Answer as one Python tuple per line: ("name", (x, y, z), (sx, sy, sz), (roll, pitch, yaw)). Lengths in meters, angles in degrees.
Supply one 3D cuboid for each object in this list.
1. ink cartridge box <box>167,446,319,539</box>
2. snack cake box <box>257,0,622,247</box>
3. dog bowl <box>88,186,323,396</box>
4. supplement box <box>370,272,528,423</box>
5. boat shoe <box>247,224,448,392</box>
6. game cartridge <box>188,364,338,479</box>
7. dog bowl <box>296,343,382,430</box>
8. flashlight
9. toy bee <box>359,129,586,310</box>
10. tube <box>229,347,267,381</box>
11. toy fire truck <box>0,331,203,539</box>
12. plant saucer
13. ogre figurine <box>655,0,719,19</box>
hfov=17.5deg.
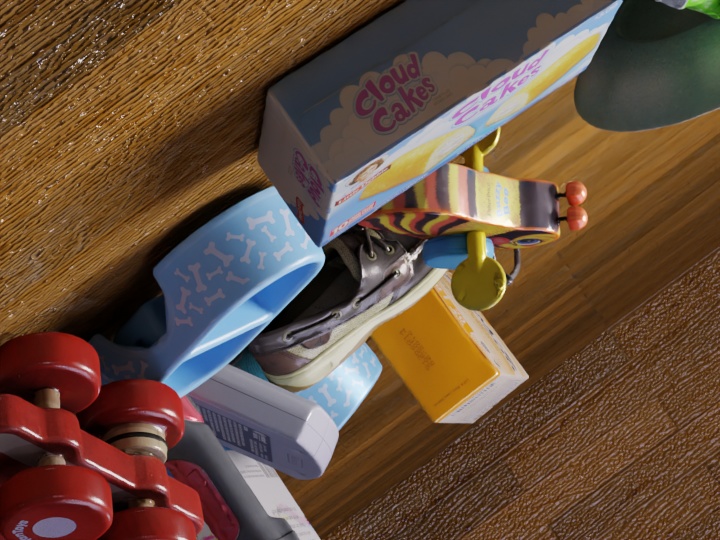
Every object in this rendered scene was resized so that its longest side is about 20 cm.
("ink cartridge box", (-0.123, 0.236, 1.915), (0.146, 0.201, 0.147), (-36, 170, 7))
("snack cake box", (0.042, -0.107, 1.303), (0.199, 0.067, 0.115), (-34, 171, -14))
("dog bowl", (-0.095, 0.023, 1.451), (0.111, 0.050, 0.200), (-25, 165, -47))
("supplement box", (0.073, 0.064, 2.043), (0.073, 0.126, 0.200), (-38, 171, 7))
("boat shoe", (0.000, 0.000, 1.652), (0.200, 0.073, 0.065), (-47, 139, -9))
("game cartridge", (-0.081, 0.108, 1.715), (0.200, 0.132, 0.042), (97, 13, -77))
("dog bowl", (-0.031, 0.095, 1.892), (0.112, 0.049, 0.200), (-51, -177, 0))
("flashlight", (-0.112, 0.148, 1.581), (0.068, 0.201, 0.068), (-23, 165, -46))
("toy bee", (0.091, -0.048, 1.573), (0.108, 0.132, 0.200), (-12, -175, 34))
("tube", (-0.048, 0.052, 1.800), (0.200, 0.050, 0.078), (-45, -153, 38))
("toy fire truck", (-0.197, 0.134, 1.394), (0.167, 0.113, 0.200), (-25, 146, 24))
("plant saucer", (0.222, -0.168, 1.535), (0.200, 0.039, 0.201), (-25, -153, 14))
("ogre figurine", (0.228, -0.208, 1.408), (0.120, 0.098, 0.200), (-56, -176, 15))
